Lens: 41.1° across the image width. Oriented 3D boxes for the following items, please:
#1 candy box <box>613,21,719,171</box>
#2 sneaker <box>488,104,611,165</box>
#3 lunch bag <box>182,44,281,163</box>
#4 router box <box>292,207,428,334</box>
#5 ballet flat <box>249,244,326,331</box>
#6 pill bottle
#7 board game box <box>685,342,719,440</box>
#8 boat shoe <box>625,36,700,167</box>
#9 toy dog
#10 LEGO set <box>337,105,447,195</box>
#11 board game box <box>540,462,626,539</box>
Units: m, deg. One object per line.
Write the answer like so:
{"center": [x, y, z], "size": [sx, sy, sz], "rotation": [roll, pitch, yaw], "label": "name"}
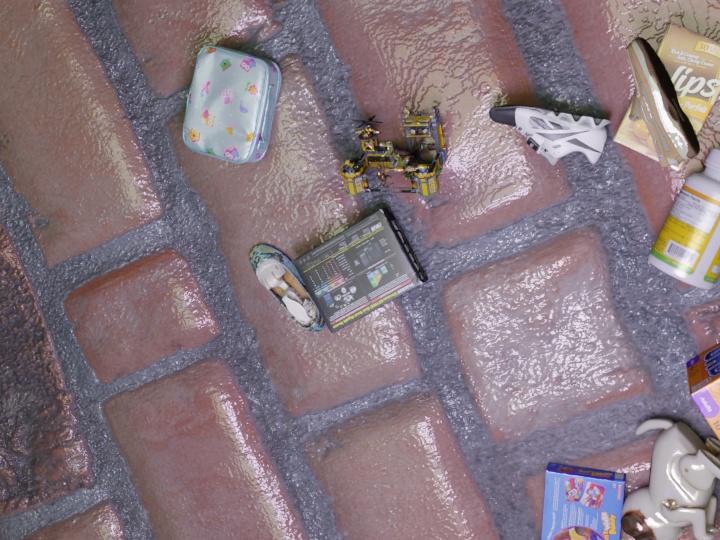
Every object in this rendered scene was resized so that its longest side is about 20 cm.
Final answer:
{"center": [0.495, -0.271, 1.507], "size": [0.115, 0.055, 0.202], "rotation": [27, 106, 14], "label": "candy box"}
{"center": [0.301, -0.220, 1.569], "size": [0.198, 0.074, 0.089], "rotation": [14, 100, 16], "label": "sneaker"}
{"center": [-0.228, -0.293, 1.729], "size": [0.159, 0.077, 0.202], "rotation": [16, 103, 14], "label": "lunch bag"}
{"center": [0.000, 0.000, 1.704], "size": [0.199, 0.062, 0.151], "rotation": [-29, 88, 18], "label": "router box"}
{"center": [-0.136, 0.031, 1.752], "size": [0.200, 0.074, 0.074], "rotation": [44, 108, 7], "label": "ballet flat"}
{"center": [0.540, -0.083, 1.492], "size": [0.110, 0.111, 0.202], "rotation": [26, 105, 13], "label": "pill bottle"}
{"center": [0.637, 0.196, 1.454], "size": [0.199, 0.200, 0.201], "rotation": [-35, 88, 19], "label": "board game box"}
{"center": [0.442, -0.253, 1.467], "size": [0.076, 0.071, 0.202], "rotation": [-24, 87, 38], "label": "boat shoe"}
{"center": [0.504, 0.361, 1.558], "size": [0.193, 0.139, 0.201], "rotation": [33, 108, 13], "label": "toy dog"}
{"center": [0.055, -0.208, 1.607], "size": [0.198, 0.154, 0.117], "rotation": [7, 128, 28], "label": "LEGO set"}
{"center": [0.382, 0.443, 1.657], "size": [0.133, 0.045, 0.202], "rotation": [5, 100, 17], "label": "board game box"}
